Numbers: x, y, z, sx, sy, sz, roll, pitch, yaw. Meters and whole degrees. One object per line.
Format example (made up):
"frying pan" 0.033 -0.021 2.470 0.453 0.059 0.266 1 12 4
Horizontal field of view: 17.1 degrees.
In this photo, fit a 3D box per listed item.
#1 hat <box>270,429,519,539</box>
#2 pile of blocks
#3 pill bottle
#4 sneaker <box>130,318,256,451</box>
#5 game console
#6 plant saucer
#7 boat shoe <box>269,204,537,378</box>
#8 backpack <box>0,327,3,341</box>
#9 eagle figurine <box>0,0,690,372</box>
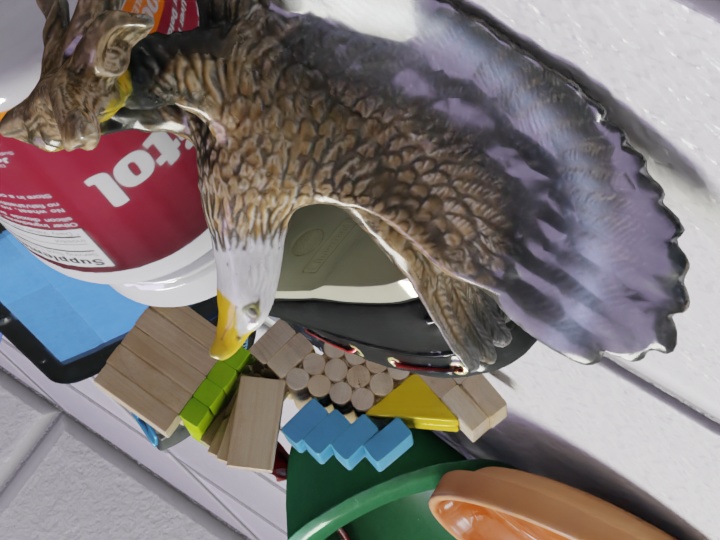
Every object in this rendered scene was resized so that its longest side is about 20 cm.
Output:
"hat" -0.012 0.089 1.390 0.200 0.166 0.176 31 -151 -54
"pile of blocks" -0.028 0.068 1.183 0.200 0.082 0.062 9 164 8
"pill bottle" -0.101 -0.065 0.886 0.113 0.113 0.200 31 169 29
"sneaker" -0.108 0.025 1.440 0.073 0.082 0.200 53 159 29
"game console" -0.097 0.022 1.235 0.171 0.118 0.200 32 169 26
"plant saucer" 0.131 0.156 1.265 0.200 0.032 0.200 27 166 7
"boat shoe" -0.002 0.002 0.960 0.063 0.074 0.201 51 160 -26
"backpack" -0.259 -0.039 1.286 0.183 0.147 0.200 29 131 40
"eagle figurine" -0.009 -0.038 0.759 0.200 0.151 0.152 10 -138 -18
